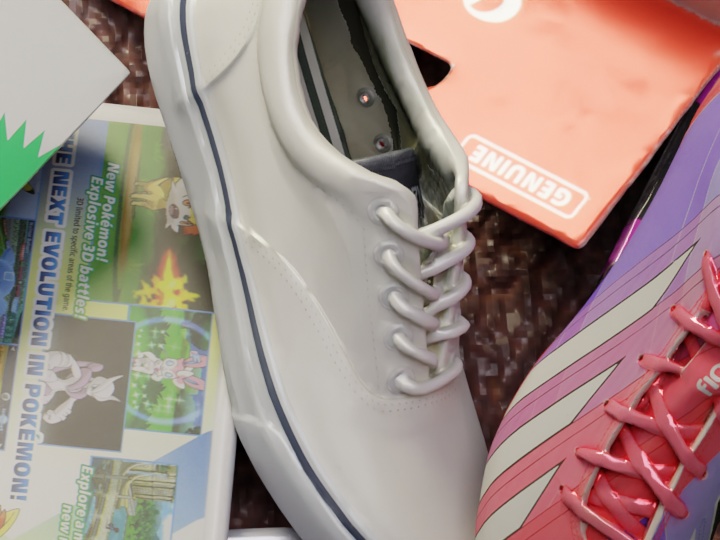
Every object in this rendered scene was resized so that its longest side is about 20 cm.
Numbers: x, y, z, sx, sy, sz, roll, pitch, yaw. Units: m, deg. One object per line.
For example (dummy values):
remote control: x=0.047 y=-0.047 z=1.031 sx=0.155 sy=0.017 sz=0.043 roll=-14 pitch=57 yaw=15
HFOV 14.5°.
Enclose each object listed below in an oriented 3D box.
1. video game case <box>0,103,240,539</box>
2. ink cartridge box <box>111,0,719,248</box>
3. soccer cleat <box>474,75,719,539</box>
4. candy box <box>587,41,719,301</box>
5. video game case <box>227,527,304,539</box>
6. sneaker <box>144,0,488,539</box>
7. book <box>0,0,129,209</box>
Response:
video game case: x=-0.124 y=0.036 z=0.778 sx=0.182 sy=0.022 sz=0.201 roll=6 pitch=59 yaw=-3
ink cartridge box: x=0.033 y=-0.121 z=0.832 sx=0.200 sy=0.044 sz=0.174 roll=29 pitch=66 yaw=26
soccer cleat: x=0.088 y=0.024 z=0.735 sx=0.067 sy=0.076 sz=0.200 roll=27 pitch=93 yaw=-9
candy box: x=0.182 y=0.000 z=0.823 sx=0.200 sy=0.061 sz=0.137 roll=28 pitch=68 yaw=5
video game case: x=-0.107 y=0.161 z=0.746 sx=0.199 sy=0.024 sz=0.183 roll=-2 pitch=69 yaw=-7
sneaker: x=0.000 y=0.000 z=0.771 sx=0.073 sy=0.071 sz=0.201 roll=-22 pitch=90 yaw=-43
book: x=-0.178 y=-0.076 z=0.754 sx=0.200 sy=0.048 sz=0.134 roll=45 pitch=68 yaw=-11
